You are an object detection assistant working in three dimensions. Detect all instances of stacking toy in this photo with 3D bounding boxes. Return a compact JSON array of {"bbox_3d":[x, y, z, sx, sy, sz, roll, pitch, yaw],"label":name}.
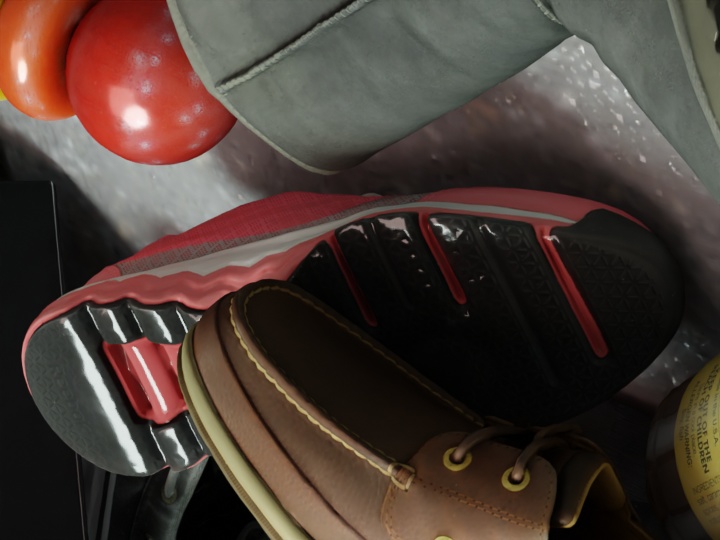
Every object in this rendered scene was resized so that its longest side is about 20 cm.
[{"bbox_3d":[-0.119,-0.087,0.823,0.200,0.085,0.085,23,140,27],"label":"stacking toy"}]

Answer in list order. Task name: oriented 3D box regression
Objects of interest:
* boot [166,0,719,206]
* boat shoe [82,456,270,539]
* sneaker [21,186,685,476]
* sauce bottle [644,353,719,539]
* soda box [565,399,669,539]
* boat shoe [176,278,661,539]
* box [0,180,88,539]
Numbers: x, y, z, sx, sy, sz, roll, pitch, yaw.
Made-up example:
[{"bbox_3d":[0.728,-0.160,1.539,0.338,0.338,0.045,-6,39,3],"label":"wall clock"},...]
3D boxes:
[{"bbox_3d":[0.035,-0.055,0.659,0.200,0.073,0.182,-27,85,51],"label":"boot"},{"bbox_3d":[-0.059,0.091,0.932,0.071,0.072,0.200,34,144,31],"label":"boat shoe"},{"bbox_3d":[0.000,0.000,0.770,0.200,0.087,0.074,-8,118,27],"label":"sneaker"},{"bbox_3d":[0.140,0.024,0.622,0.065,0.065,0.200,51,148,-2],"label":"sauce bottle"},{"bbox_3d":[0.066,0.082,0.769,0.200,0.071,0.063,22,138,37],"label":"soda box"},{"bbox_3d":[0.039,0.066,0.685,0.200,0.072,0.068,43,120,16],"label":"boat shoe"},{"bbox_3d":[-0.140,0.090,0.923,0.141,0.079,0.200,107,158,-58],"label":"box"}]
